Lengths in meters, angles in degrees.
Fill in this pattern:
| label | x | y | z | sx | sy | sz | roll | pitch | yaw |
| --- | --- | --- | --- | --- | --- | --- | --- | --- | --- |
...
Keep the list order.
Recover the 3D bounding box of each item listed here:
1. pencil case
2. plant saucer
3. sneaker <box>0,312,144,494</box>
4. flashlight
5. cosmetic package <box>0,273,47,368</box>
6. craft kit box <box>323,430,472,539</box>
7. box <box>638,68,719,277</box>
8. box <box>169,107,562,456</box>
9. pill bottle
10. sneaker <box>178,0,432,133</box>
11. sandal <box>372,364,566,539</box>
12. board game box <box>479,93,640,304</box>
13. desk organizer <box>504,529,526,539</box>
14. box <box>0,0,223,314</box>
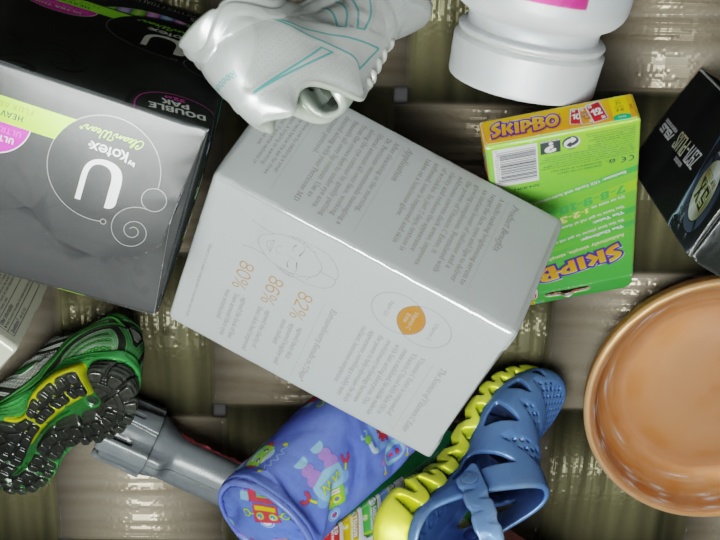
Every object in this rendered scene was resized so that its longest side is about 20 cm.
| label | x | y | z | sx | sy | sz | roll | pitch | yaw |
| --- | --- | --- | --- | --- | --- | --- | --- | --- | --- |
| pencil case | -0.007 | 0.118 | 0.890 | 0.078 | 0.200 | 0.087 | -10 | 114 | 49 |
| plant saucer | 0.263 | 0.091 | 0.964 | 0.200 | 0.037 | 0.200 | 0 | 113 | -1 |
| sneaker | -0.226 | 0.098 | 0.941 | 0.200 | 0.085 | 0.078 | -27 | 120 | 27 |
| flashlight | -0.098 | 0.152 | 0.972 | 0.200 | 0.068 | 0.068 | 26 | 151 | -7 |
| cosmetic package | -0.320 | -0.005 | 0.874 | 0.200 | 0.104 | 0.073 | 39 | 109 | -15 |
| craft kit box | 0.007 | 0.243 | 0.955 | 0.200 | 0.048 | 0.198 | -32 | 126 | -30 |
| box | 0.294 | -0.027 | 0.842 | 0.200 | 0.164 | 0.086 | 28 | 111 | -14 |
| box | 0.000 | 0.000 | 0.828 | 0.200 | 0.106 | 0.152 | 28 | 139 | 1 |
| pill bottle | 0.119 | -0.209 | 0.784 | 0.113 | 0.113 | 0.200 | 8 | 114 | -5 |
| sneaker | -0.019 | -0.130 | 0.785 | 0.070 | 0.200 | 0.080 | -38 | 81 | 44 |
| sandal | 0.097 | 0.146 | 0.910 | 0.087 | 0.200 | 0.080 | 15 | 137 | 34 |
| board game box | 0.135 | -0.038 | 0.864 | 0.095 | 0.030 | 0.200 | -10 | 145 | 4 |
| desk organizer | 0.129 | 0.264 | 0.977 | 0.072 | 0.077 | 0.200 | -26 | 141 | 21 |
| box | -0.165 | -0.087 | 0.785 | 0.148 | 0.200 | 0.124 | 16 | 115 | -7 |
